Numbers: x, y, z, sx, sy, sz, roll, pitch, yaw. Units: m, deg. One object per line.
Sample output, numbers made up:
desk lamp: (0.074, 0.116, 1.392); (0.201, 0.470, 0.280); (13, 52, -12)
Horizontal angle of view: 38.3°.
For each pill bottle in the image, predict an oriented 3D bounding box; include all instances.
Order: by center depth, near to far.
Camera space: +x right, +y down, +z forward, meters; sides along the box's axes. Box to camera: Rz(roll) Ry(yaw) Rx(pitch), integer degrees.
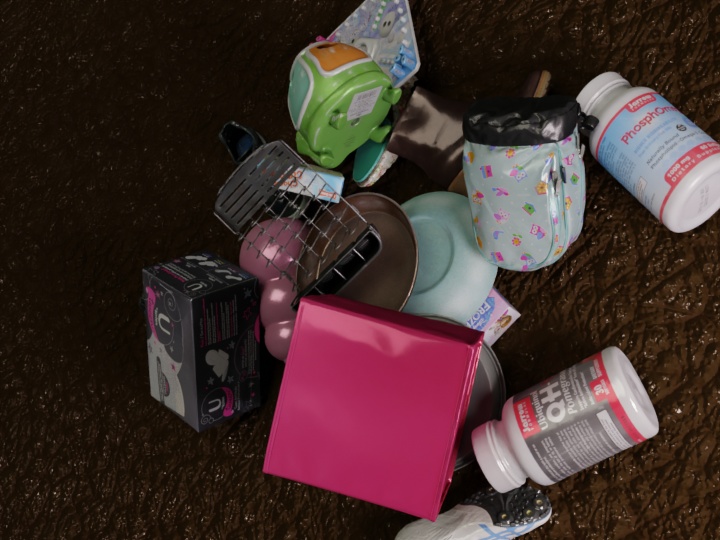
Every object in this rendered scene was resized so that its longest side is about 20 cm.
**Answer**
pill bottle: (0.233, 0.179, 1.201); (0.198, 0.110, 0.112); (-30, 60, 19)
pill bottle: (0.346, -0.148, 1.245); (0.109, 0.108, 0.201); (-45, 57, 10)

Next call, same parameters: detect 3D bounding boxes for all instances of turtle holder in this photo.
turtle holder: (-0.031, -0.225, 1.405); (0.140, 0.186, 0.132); (-35, 70, -7)

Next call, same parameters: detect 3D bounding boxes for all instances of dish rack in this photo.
dish rack: (-0.085, -0.058, 1.314); (0.200, 0.055, 0.153); (43, 109, -11)

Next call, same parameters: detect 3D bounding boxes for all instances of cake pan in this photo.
cake pan: (0.082, 0.156, 1.298); (0.197, 0.037, 0.204); (0, 90, 13)

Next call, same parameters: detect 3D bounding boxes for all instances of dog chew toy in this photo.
dog chew toy: (-0.103, 0.032, 1.453); (0.123, 0.124, 0.203); (-15, 74, 26)

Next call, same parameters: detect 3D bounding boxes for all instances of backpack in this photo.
backpack: (0.200, -0.104, 1.270); (0.165, 0.126, 0.203); (10, 121, 39)

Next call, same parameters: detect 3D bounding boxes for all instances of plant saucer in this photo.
plant saucer: (0.082, -0.014, 1.351); (0.198, 0.039, 0.204); (-11, 68, 27)
plant saucer: (0.000, 0.000, 1.355); (0.198, 0.034, 0.204); (-13, 67, 34)

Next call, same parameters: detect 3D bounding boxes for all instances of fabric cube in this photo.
fabric cube: (0.023, 0.146, 1.191); (0.196, 0.200, 0.200); (12, 92, 10)

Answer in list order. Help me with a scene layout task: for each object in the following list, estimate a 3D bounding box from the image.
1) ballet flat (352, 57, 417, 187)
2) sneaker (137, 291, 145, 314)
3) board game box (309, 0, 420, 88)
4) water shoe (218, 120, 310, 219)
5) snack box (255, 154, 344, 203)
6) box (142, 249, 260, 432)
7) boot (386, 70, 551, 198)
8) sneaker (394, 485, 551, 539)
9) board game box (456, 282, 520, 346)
ballet flat: (0.043, -0.207, 1.474); (0.075, 0.063, 0.203); (-1, 71, 51)
sneaker: (-0.291, 0.086, 1.567); (0.110, 0.077, 0.203); (10, 75, 27)
board game box: (-0.002, -0.312, 1.509); (0.199, 0.026, 0.203); (-37, 47, 36)
water shoe: (-0.153, -0.147, 1.563); (0.072, 0.079, 0.200); (-47, 57, 9)
snack box: (-0.083, -0.128, 1.426); (0.114, 0.200, 0.038); (13, 96, -4)
box: (-0.221, 0.095, 1.439); (0.131, 0.114, 0.203); (25, 122, 42)
boot: (0.144, -0.207, 1.381); (0.165, 0.072, 0.202); (32, 99, 11)
sneaker: (0.138, 0.316, 1.250); (0.197, 0.073, 0.072); (-22, 34, 10)
board game box: (0.078, 0.060, 1.377); (0.200, 0.041, 0.200); (-48, 56, 9)
